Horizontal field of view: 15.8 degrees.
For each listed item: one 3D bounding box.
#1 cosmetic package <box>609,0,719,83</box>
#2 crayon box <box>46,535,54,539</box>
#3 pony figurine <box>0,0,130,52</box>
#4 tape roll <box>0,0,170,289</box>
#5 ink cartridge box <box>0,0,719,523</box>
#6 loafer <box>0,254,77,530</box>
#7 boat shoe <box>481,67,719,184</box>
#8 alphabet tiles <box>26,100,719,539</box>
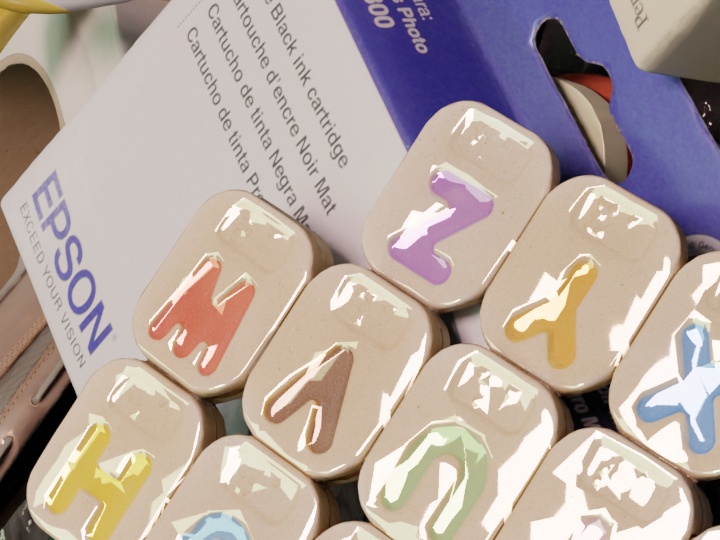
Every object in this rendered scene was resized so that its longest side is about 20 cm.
[{"bbox_3d":[0.128,-0.140,0.590,0.200,0.073,0.104,-50,46,43],"label":"cosmetic package"},{"bbox_3d":[-0.071,0.198,0.893,0.173,0.058,0.200,-63,40,33],"label":"crayon box"},{"bbox_3d":[-0.063,-0.174,0.827,0.199,0.166,0.194,-13,91,22],"label":"pony figurine"},{"bbox_3d":[-0.099,-0.025,0.955,0.202,0.071,0.203,-12,77,59],"label":"tape roll"},{"bbox_3d":[0.000,0.000,0.672,0.200,0.041,0.200,-45,56,32],"label":"ink cartridge box"},{"bbox_3d":[-0.083,0.024,0.800,0.063,0.200,0.072,34,151,25],"label":"loafer"},{"bbox_3d":[0.016,-0.032,0.735,0.200,0.062,0.071,8,94,46],"label":"boat shoe"},{"bbox_3d":[0.011,0.064,0.598,0.200,0.015,0.196,33,91,32],"label":"alphabet tiles"}]
